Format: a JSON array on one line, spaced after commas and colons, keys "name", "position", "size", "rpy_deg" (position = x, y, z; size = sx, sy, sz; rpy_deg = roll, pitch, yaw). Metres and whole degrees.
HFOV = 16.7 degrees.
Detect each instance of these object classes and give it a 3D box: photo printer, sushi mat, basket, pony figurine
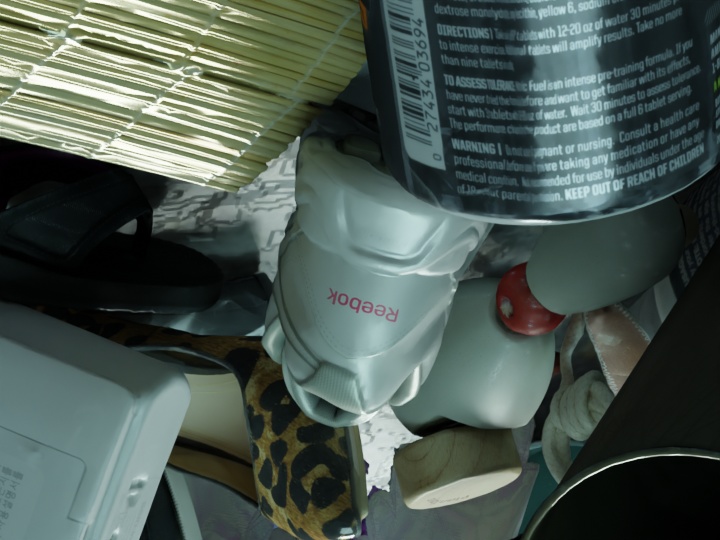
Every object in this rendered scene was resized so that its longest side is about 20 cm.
[{"name": "photo printer", "position": [-0.176, 0.076, 0.838], "size": [0.200, 0.166, 0.069], "rpy_deg": [20, -177, 14]}, {"name": "sushi mat", "position": [-0.088, -0.069, 0.696], "size": [0.200, 0.012, 0.096], "rpy_deg": [12, 136, -39]}, {"name": "basket", "position": [0.143, 0.062, 0.785], "size": [0.136, 0.200, 0.180], "rpy_deg": [7, 130, 22]}, {"name": "pony figurine", "position": [-0.026, 0.134, 1.035], "size": [0.167, 0.193, 0.200], "rpy_deg": [13, 165, -12]}]

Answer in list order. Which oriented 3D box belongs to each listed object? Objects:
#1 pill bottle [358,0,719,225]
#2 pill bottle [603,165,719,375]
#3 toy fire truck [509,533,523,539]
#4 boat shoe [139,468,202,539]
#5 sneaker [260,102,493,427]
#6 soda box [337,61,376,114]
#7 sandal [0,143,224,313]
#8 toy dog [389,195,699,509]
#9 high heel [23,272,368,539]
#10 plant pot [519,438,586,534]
[{"name": "pill bottle", "position": [0.045, -0.121, 0.661], "size": [0.106, 0.106, 0.200], "rpy_deg": [-11, 120, -4]}, {"name": "pill bottle", "position": [0.183, -0.002, 0.936], "size": [0.120, 0.120, 0.200], "rpy_deg": [7, 144, -30]}, {"name": "toy fire truck", "position": [0.095, 0.164, 0.986], "size": [0.176, 0.129, 0.200], "rpy_deg": [-9, 151, -30]}, {"name": "boat shoe", "position": [-0.094, 0.121, 0.946], "size": [0.060, 0.200, 0.076], "rpy_deg": [-13, 151, -33]}, {"name": "sneaker", "position": [0.000, 0.000, 0.829], "size": [0.078, 0.099, 0.200], "rpy_deg": [19, -171, 5]}, {"name": "soda box", "position": [-0.015, -0.103, 0.753], "size": [0.200, 0.063, 0.068], "rpy_deg": [20, 136, -41]}, {"name": "sandal", "position": [-0.118, -0.019, 0.842], "size": [0.200, 0.075, 0.048], "rpy_deg": [10, 102, -47]}, {"name": "toy dog", "position": [0.074, 0.022, 0.936], "size": [0.096, 0.132, 0.200], "rpy_deg": [-12, -177, -34]}, {"name": "high heel", "position": [-0.080, 0.058, 0.878], "size": [0.143, 0.200, 0.071], "rpy_deg": [-8, 114, -14]}, {"name": "plant pot", "position": [0.149, 0.155, 1.132], "size": [0.134, 0.200, 0.200], "rpy_deg": [-20, 162, -47]}]
